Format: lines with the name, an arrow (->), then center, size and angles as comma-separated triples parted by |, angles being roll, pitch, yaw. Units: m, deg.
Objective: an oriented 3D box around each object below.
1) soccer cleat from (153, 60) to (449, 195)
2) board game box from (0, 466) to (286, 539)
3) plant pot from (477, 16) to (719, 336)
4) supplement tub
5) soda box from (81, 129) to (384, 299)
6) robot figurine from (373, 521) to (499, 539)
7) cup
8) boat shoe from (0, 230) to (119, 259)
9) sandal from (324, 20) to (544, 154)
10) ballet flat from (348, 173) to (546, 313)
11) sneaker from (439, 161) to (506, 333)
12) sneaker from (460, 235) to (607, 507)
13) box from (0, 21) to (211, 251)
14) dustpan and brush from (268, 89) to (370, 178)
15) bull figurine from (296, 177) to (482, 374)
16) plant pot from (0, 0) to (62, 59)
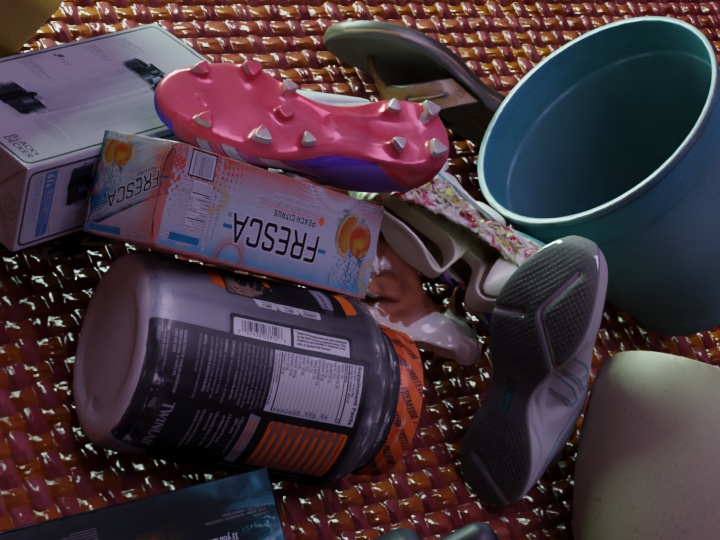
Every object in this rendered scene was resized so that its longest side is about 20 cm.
soccer cleat -> -0.039, -0.081, 1.147 | 0.198, 0.077, 0.067 | 5, 59, -24
board game box -> -0.120, 0.198, 1.037 | 0.199, 0.028, 0.137 | -9, 81, -41
plant pot -> 0.220, -0.057, 1.399 | 0.188, 0.199, 0.201 | 48, 34, -36
supplement tub -> -0.068, 0.066, 1.140 | 0.199, 0.123, 0.123 | 14, 49, -29
soda box -> -0.074, -0.032, 1.128 | 0.199, 0.068, 0.064 | 16, 87, -50
robot figurine -> 0.002, 0.218, 0.992 | 0.199, 0.150, 0.125 | -29, 74, -2
cup -> 0.223, 0.169, 1.246 | 0.199, 0.200, 0.144 | 34, 69, -9
boat shoe -> -0.189, -0.038, 1.180 | 0.074, 0.061, 0.199 | 31, 35, 26
sandal -> 0.056, -0.132, 1.442 | 0.199, 0.082, 0.055 | 35, 64, -19
ballet flat -> 0.070, -0.010, 1.261 | 0.199, 0.076, 0.064 | 33, 49, -8
sneaker -> 0.052, -0.019, 1.351 | 0.083, 0.081, 0.200 | -29, 69, -29
sneaker -> 0.126, 0.062, 1.251 | 0.070, 0.202, 0.080 | 31, 30, 27
box -> -0.170, -0.089, 1.150 | 0.116, 0.061, 0.199 | 36, 37, 27
dustpan and brush -> -0.054, -0.096, 1.265 | 0.138, 0.058, 0.200 | 6, 6, -5
bull figurine -> 0.000, 0.000, 1.278 | 0.200, 0.065, 0.121 | 51, 24, 15
plant pot -> -0.274, -0.224, 1.182 | 0.176, 0.200, 0.201 | 40, 41, -18
